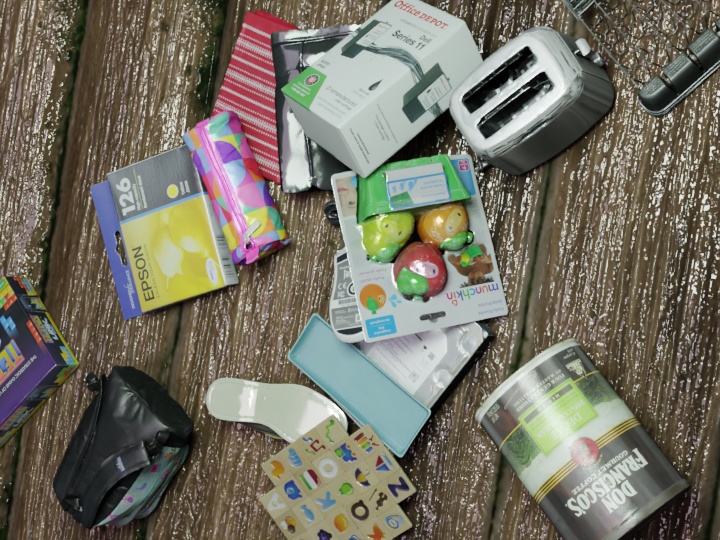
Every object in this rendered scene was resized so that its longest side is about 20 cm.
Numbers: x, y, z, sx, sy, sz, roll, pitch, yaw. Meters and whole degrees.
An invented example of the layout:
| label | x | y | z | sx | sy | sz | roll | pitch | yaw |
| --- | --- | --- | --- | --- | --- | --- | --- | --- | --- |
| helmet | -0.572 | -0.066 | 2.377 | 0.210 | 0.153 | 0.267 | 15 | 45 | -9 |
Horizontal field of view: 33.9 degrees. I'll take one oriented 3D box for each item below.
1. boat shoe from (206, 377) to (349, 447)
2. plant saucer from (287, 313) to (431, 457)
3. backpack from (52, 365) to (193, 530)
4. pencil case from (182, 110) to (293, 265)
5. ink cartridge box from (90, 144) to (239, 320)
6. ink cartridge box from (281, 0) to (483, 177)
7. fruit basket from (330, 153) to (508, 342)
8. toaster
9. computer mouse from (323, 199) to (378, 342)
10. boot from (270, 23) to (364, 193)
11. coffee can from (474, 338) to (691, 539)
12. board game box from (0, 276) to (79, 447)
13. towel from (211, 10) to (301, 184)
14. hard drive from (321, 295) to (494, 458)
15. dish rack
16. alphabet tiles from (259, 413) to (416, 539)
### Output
| label | x | y | z | sx | sy | sz | roll | pitch | yaw |
| --- | --- | --- | --- | --- | --- | --- | --- | --- | --- |
| boat shoe | -0.099 | 0.179 | 1.509 | 0.199 | 0.060 | 0.073 | 11 | 83 | 23 |
| plant saucer | -0.001 | 0.138 | 1.446 | 0.199 | 0.019 | 0.070 | 39 | 104 | 24 |
| backpack | -0.316 | 0.250 | 1.577 | 0.167 | 0.126 | 0.202 | 40 | 105 | 35 |
| pencil case | -0.160 | -0.105 | 1.535 | 0.088 | 0.088 | 0.202 | -27 | 82 | 22 |
| ink cartridge box | -0.278 | -0.050 | 1.615 | 0.197 | 0.047 | 0.201 | -17 | 86 | 21 |
| ink cartridge box | 0.029 | -0.223 | 1.394 | 0.199 | 0.083 | 0.146 | -40 | 40 | -11 |
| fruit basket | 0.071 | -0.032 | 1.388 | 0.182 | 0.094 | 0.203 | -9 | 76 | -15 |
| toaster | 0.186 | -0.191 | 1.354 | 0.199 | 0.129 | 0.115 | -35 | 71 | 20 |
| computer mouse | 0.000 | 0.000 | 1.459 | 0.108 | 0.044 | 0.203 | -8 | 63 | 24 |
| boot | -0.031 | -0.202 | 1.496 | 0.162 | 0.066 | 0.204 | -4 | 90 | 9 |
| coffee can | 0.239 | 0.198 | 1.290 | 0.146 | 0.146 | 0.201 | -43 | 69 | 17 |
| board game box | -0.525 | 0.137 | 1.728 | 0.200 | 0.057 | 0.166 | -44 | 68 | 17 |
| towel | -0.122 | -0.232 | 1.572 | 0.143 | 0.022 | 0.203 | 25 | 99 | 24 |
| hard drive | 0.055 | 0.110 | 1.450 | 0.140 | 0.038 | 0.201 | 44 | 104 | 22 |
| dish rack | 0.326 | -0.297 | 1.336 | 0.153 | 0.054 | 0.201 | -41 | 68 | 17 |
| alphabet tiles | -0.031 | 0.277 | 1.460 | 0.199 | 0.006 | 0.167 | -37 | 89 | 28 |
